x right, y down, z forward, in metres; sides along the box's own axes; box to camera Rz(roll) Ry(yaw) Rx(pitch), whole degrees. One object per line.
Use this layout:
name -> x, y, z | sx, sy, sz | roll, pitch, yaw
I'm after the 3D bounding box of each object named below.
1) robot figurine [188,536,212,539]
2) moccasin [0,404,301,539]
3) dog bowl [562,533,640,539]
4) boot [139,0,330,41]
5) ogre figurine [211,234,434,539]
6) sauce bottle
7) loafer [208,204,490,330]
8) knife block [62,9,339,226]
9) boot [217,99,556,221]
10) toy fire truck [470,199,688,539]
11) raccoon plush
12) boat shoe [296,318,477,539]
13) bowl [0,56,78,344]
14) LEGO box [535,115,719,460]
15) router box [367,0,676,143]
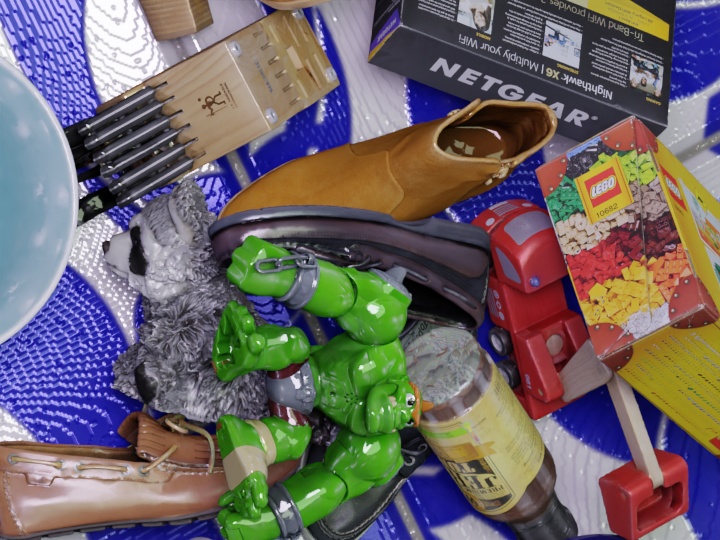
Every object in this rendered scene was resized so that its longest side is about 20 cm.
robot figurine -> -0.121, 0.240, 1.674 | 0.200, 0.113, 0.170 | -30, 130, -20
moccasin -> -0.135, 0.118, 1.706 | 0.200, 0.074, 0.078 | -5, 96, -12
dog bowl -> 0.164, 0.273, 1.770 | 0.199, 0.079, 0.201 | -2, 96, -20
boot -> -0.065, -0.234, 1.720 | 0.200, 0.071, 0.145 | -13, 102, 13
ogre figurine -> -0.026, 0.069, 1.630 | 0.119, 0.098, 0.201 | -11, 99, -26
sauce bottle -> 0.087, 0.118, 1.751 | 0.065, 0.065, 0.200 | -51, 134, -17
loafer -> 0.000, 0.000, 1.671 | 0.199, 0.072, 0.063 | 4, 71, -35
knife block -> -0.124, -0.092, 1.738 | 0.064, 0.175, 0.200 | 63, 24, -7
boot -> 0.015, -0.060, 1.726 | 0.200, 0.144, 0.071 | -20, 85, -24
toy fire truck -> 0.140, 0.061, 1.769 | 0.049, 0.141, 0.201 | -26, 118, -22
raccoon plush -> -0.068, 0.024, 1.708 | 0.199, 0.097, 0.135 | 13, 98, -23
boat shoe -> 0.024, 0.089, 1.769 | 0.074, 0.066, 0.200 | 38, 74, -16
bowl -> -0.278, -0.038, 1.641 | 0.200, 0.105, 0.202 | 2, 84, -21
LEGO box -> 0.206, 0.016, 1.756 | 0.200, 0.077, 0.149 | 38, 30, -50
router box -> 0.111, -0.178, 1.804 | 0.199, 0.052, 0.158 | 20, 57, -18
